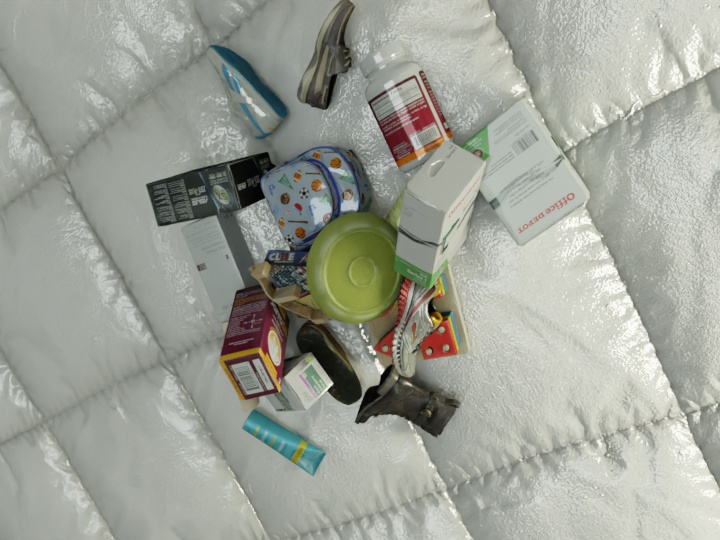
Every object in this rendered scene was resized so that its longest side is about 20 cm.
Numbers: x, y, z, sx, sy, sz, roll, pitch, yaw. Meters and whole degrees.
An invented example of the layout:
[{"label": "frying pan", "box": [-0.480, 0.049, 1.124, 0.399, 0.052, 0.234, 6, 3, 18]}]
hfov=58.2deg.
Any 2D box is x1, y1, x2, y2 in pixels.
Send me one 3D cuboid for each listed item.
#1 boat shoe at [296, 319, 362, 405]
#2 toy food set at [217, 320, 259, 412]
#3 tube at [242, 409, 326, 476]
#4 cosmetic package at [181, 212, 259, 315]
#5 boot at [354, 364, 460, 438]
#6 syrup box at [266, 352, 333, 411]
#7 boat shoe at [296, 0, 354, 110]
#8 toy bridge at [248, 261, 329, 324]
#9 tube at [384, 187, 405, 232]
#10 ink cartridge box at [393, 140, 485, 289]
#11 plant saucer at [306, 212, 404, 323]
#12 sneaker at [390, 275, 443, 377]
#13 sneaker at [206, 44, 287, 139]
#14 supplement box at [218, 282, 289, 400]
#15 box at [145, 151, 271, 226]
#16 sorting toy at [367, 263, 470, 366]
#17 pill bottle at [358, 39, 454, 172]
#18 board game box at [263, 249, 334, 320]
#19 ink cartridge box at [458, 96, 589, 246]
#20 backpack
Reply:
[{"label": "boat shoe", "box": [-0.058, 0.185, 1.351, 0.074, 0.074, 0.203, -27, 107, 16]}, {"label": "toy food set", "box": [-0.266, 0.200, 1.378, 0.059, 0.200, 0.147, -16, 103, -10]}, {"label": "tube", "box": [-0.176, 0.391, 1.479, 0.197, 0.051, 0.078, 31, 122, 3]}, {"label": "cosmetic package", "box": [-0.289, -0.018, 1.372, 0.100, 0.074, 0.205, -18, 99, 23]}, {"label": "boot", "box": [0.093, 0.295, 1.332, 0.172, 0.070, 0.201, 32, 130, -5]}, {"label": "syrup box", "box": [-0.138, 0.233, 1.334, 0.079, 0.081, 0.199, 53, 152, -6]}, {"label": "boat shoe", "box": [-0.048, -0.386, 1.171, 0.072, 0.075, 0.202, 28, 123, -1]}, {"label": "toy bridge", "box": [-0.145, 0.046, 1.251, 0.066, 0.028, 0.199, -11, 141, 39]}, {"label": "tube", "box": [0.051, -0.061, 1.231, 0.052, 0.058, 0.202, 39, 112, 13]}, {"label": "ink cartridge box", "box": [0.131, -0.092, 1.100, 0.083, 0.147, 0.202, 29, 148, 17]}, {"label": "plant saucer", "box": [0.000, 0.000, 1.165, 0.194, 0.031, 0.206, -4, 102, -17]}, {"label": "sneaker", "box": [0.104, 0.105, 1.184, 0.080, 0.078, 0.205, 13, 111, 15]}, {"label": "sneaker", "box": [-0.232, -0.346, 1.244, 0.081, 0.076, 0.201, -41, 88, 28]}, {"label": "supplement box", "box": [-0.201, 0.134, 1.262, 0.083, 0.202, 0.112, -13, 127, 10]}, {"label": "box", "box": [-0.288, -0.161, 1.274, 0.195, 0.164, 0.088, -9, 104, 22]}, {"label": "sorting toy", "box": [0.095, 0.089, 1.264, 0.194, 0.070, 0.205, -11, 103, 23]}, {"label": "pill bottle", "box": [0.077, -0.285, 1.127, 0.111, 0.113, 0.204, -23, 97, 25]}, {"label": "board game box", "box": [-0.093, 0.033, 1.270, 0.132, 0.035, 0.202, 3, 147, 19]}, {"label": "ink cartridge box", "box": [0.277, -0.168, 1.105, 0.145, 0.083, 0.202, -34, 92, 26]}, {"label": "backpack", "box": [-0.081, -0.142, 1.218, 0.187, 0.154, 0.204, -25, 94, 15]}]
